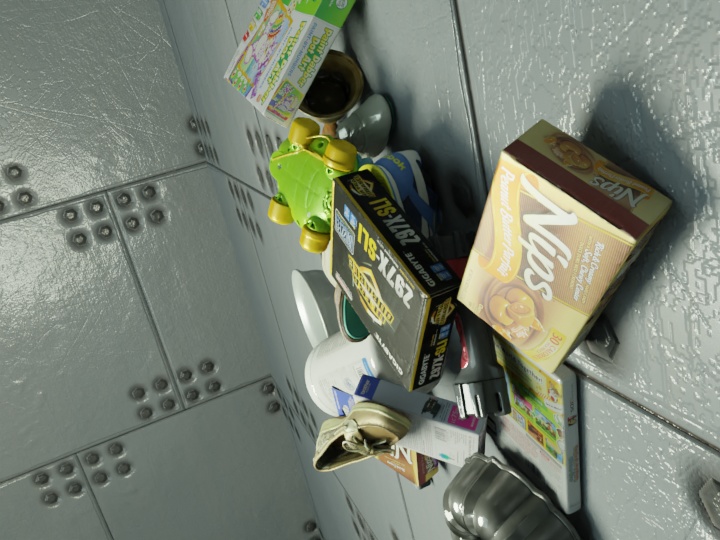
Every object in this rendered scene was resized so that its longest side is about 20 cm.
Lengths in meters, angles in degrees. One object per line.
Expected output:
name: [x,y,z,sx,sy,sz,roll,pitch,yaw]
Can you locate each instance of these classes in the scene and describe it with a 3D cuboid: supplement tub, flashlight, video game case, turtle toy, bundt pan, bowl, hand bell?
supplement tub: [0.018,0.136,0.972,0.200,0.132,0.132,-31,78,52]
flashlight: [0.113,0.059,0.734,0.068,0.068,0.201,49,-148,-83]
video game case: [0.178,0.147,0.763,0.200,0.023,0.183,-137,32,-59]
turtle toy: [-0.054,-0.121,0.866,0.200,0.101,0.146,40,121,38]
bundt pan: [0.173,0.320,0.790,0.202,0.076,0.202,44,155,26]
bowl: [-0.060,0.079,1.324,0.201,0.090,0.202,160,90,-74]
hand bell: [-0.045,-0.227,0.988,0.200,0.104,0.105,84,163,-76]

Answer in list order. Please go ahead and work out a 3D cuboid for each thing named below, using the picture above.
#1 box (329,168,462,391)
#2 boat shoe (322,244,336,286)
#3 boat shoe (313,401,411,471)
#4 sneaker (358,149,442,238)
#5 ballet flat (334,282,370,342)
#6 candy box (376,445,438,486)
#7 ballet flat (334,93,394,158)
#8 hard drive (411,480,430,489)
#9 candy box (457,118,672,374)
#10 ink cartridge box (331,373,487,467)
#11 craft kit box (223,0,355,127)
box: [0.030,0.008,0.741,0.200,0.049,0.160,55,152,36]
boat shoe: [-0.040,-0.048,1.172,0.201,0.072,0.060,66,-151,-30]
boat shoe: [-0.001,0.220,0.855,0.073,0.063,0.200,32,147,-10]
sneaker: [0.067,-0.055,0.814,0.074,0.082,0.201,15,135,44]
ballet flat: [0.000,0.000,0.900,0.067,0.068,0.201,-15,61,62]
candy box: [0.044,0.272,1.156,0.200,0.056,0.117,24,129,44]
ballet flat: [-0.010,-0.179,0.920,0.200,0.069,0.070,151,99,-73]
hard drive: [0.070,0.288,1.244,0.139,0.033,0.201,-153,46,-67]
candy box: [0.154,-0.010,0.550,0.115,0.055,0.200,39,151,22]
ink cartridge box: [0.064,0.195,0.869,0.199,0.042,0.120,12,145,17]
craft kit box: [-0.097,-0.313,0.885,0.201,0.048,0.198,-60,39,13]
